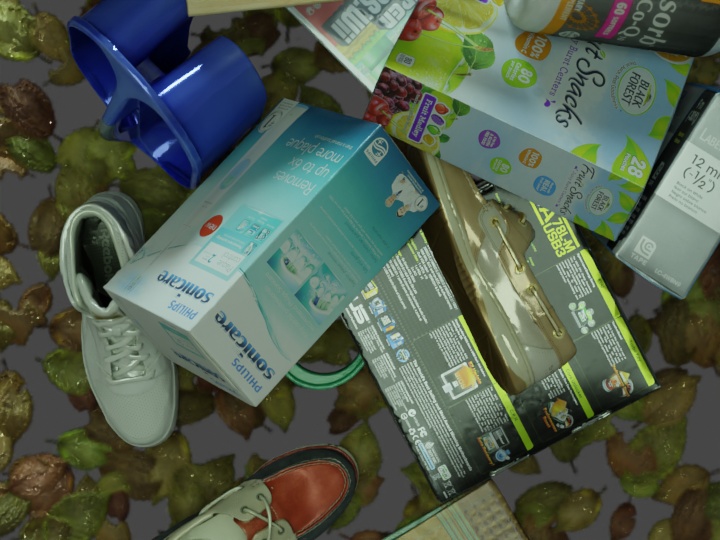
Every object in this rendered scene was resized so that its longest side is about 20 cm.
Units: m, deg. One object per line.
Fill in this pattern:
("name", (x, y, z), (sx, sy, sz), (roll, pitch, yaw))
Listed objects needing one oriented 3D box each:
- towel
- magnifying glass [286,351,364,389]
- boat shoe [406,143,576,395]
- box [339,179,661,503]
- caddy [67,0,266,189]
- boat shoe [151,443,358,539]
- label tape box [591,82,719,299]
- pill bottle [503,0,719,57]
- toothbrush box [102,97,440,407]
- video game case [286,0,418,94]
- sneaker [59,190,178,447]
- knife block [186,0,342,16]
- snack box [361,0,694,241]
("towel", (0.054, 0.271, 1.559), (0.199, 0.022, 0.147), (-32, 92, 5))
("magnifying glass", (0.000, 0.000, 1.544), (0.079, 0.022, 0.201), (31, 98, 1))
("boat shoe", (0.096, -0.013, 1.457), (0.069, 0.074, 0.201), (-23, 91, -13))
("box", (0.097, 0.043, 1.515), (0.192, 0.048, 0.201), (-29, 95, 1))
("caddy", (-0.149, -0.133, 1.464), (0.105, 0.200, 0.142), (-41, 88, -10))
("boat shoe", (-0.091, 0.199, 1.545), (0.199, 0.063, 0.072), (-28, 90, 5))
("label tape box", (0.250, -0.088, 1.449), (0.066, 0.143, 0.201), (29, 97, -3))
("pill bottle", (0.207, -0.212, 1.402), (0.198, 0.116, 0.117), (6, 95, -15))
("toothbrush box", (-0.064, -0.017, 1.430), (0.200, 0.146, 0.085), (-48, 121, -12))
("video game case", (0.054, -0.189, 1.524), (0.200, 0.017, 0.143), (45, 96, 0))
("sneaker", (-0.188, 0.043, 1.516), (0.073, 0.116, 0.202), (-11, 95, 4))
("knife block", (-0.001, -0.218, 1.360), (0.199, 0.175, 0.064), (-17, 106, -33))
("snack box", (0.124, -0.136, 1.433), (0.199, 0.169, 0.068), (25, 140, 1))
